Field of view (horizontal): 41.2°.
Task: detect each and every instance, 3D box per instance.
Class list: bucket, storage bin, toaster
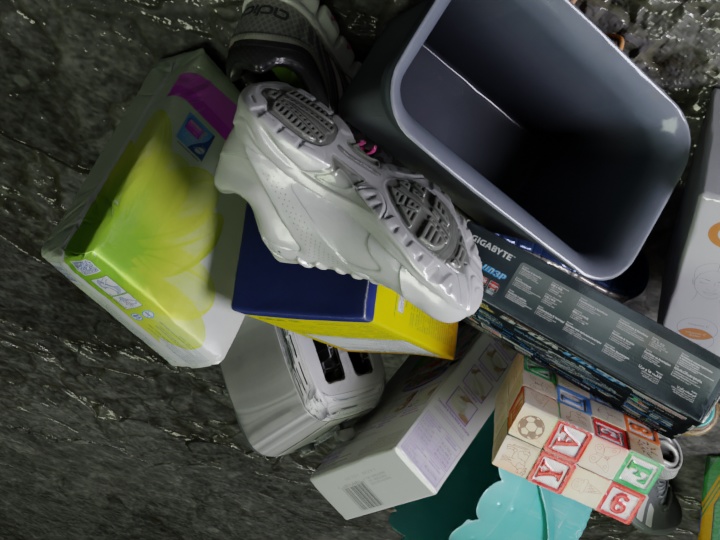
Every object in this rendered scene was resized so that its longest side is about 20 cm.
[{"bbox_3d":[0.136,0.216,0.995,0.135,0.207,0.207,27,147,-21],"label":"bucket"},{"bbox_3d":[0.090,-0.103,0.618,0.200,0.146,0.134,35,171,-24],"label":"storage bin"},{"bbox_3d":[-0.061,0.074,0.920,0.114,0.200,0.129,-7,164,-42],"label":"toaster"}]

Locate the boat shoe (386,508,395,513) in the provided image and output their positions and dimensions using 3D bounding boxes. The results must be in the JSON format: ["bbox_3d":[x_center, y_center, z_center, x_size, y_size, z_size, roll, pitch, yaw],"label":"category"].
[{"bbox_3d":[0.111,0.286,1.228,0.072,0.076,0.200,30,155,-23],"label":"boat shoe"}]

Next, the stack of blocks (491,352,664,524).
[{"bbox_3d":[0.176,0.112,0.801,0.115,0.200,0.059,24,111,2],"label":"stack of blocks"}]

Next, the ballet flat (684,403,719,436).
[{"bbox_3d":[0.245,0.125,0.937,0.200,0.068,0.072,6,165,13],"label":"ballet flat"}]

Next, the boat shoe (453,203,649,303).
[{"bbox_3d":[0.126,-0.023,0.756,0.200,0.072,0.072,31,154,-11],"label":"boat shoe"}]

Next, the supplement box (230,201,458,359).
[{"bbox_3d":[0.000,0.000,0.755,0.109,0.110,0.200,2,168,24],"label":"supplement box"}]

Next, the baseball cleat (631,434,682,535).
[{"bbox_3d":[0.315,0.229,1.036,0.200,0.070,0.106,38,143,-29],"label":"baseball cleat"}]

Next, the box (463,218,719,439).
[{"bbox_3d":[0.156,0.049,0.693,0.200,0.046,0.159,30,173,17],"label":"box"}]

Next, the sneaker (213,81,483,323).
[{"bbox_3d":[-0.010,-0.029,0.622,0.200,0.078,0.099,42,128,5],"label":"sneaker"}]

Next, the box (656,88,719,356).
[{"bbox_3d":[0.284,-0.015,0.665,0.124,0.098,0.200,10,147,13],"label":"box"}]

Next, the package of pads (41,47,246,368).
[{"bbox_3d":[-0.131,-0.044,0.735,0.068,0.200,0.155,-2,143,39],"label":"package of pads"}]

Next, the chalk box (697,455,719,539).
[{"bbox_3d":[0.420,0.303,0.971,0.124,0.200,0.124,-10,138,37],"label":"chalk box"}]

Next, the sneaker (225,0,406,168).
[{"bbox_3d":[-0.028,-0.110,0.682,0.074,0.088,0.200,-1,142,41],"label":"sneaker"}]

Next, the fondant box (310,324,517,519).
[{"bbox_3d":[0.060,0.133,0.898,0.058,0.200,0.144,48,141,-7],"label":"fondant box"}]
